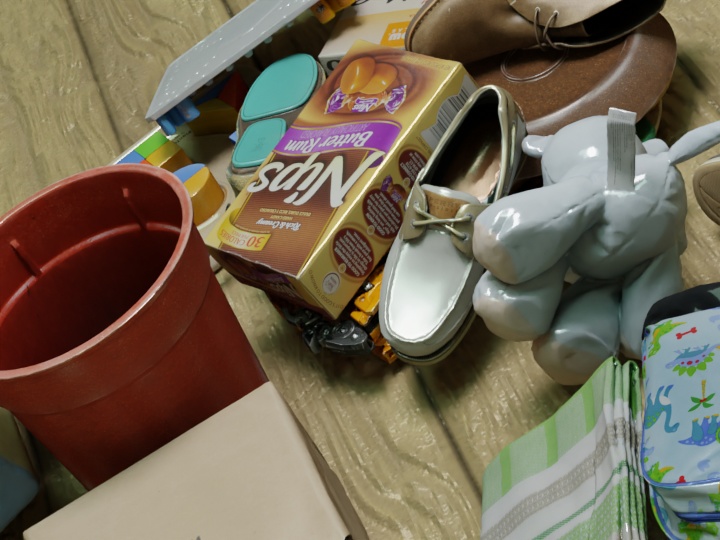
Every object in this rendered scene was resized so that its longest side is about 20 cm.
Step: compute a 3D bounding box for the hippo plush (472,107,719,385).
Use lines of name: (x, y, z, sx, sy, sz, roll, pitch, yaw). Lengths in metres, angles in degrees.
hippo plush: (0.140, -0.041, 1.408, 0.159, 0.200, 0.161, 2, 25, -10)

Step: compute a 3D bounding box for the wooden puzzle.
wooden puzzle: (-0.120, -0.094, 1.758, 0.185, 0.046, 0.200, -39, 37, -11)

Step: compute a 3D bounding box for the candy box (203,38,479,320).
candy box: (-0.009, -0.069, 1.531, 0.117, 0.056, 0.200, 19, 69, 47)

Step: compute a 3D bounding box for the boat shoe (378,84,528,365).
boat shoe: (0.059, -0.035, 1.453, 0.075, 0.068, 0.200, 13, 69, 16)

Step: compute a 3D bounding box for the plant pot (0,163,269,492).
plant pot: (-0.160, 0.064, 1.477, 0.201, 0.195, 0.201, -19, 38, 16)

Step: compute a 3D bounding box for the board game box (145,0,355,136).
board game box: (-0.086, -0.199, 1.795, 0.200, 0.026, 0.200, -35, 14, 12)

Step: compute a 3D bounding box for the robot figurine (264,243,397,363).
robot figurine: (0.000, 0.000, 1.555, 0.145, 0.058, 0.200, -40, 37, -11)

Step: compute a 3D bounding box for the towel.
towel: (0.112, 0.158, 1.265, 0.149, 0.031, 0.200, -44, 26, 34)

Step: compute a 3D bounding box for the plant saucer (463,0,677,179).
plant saucer: (0.133, -0.147, 1.573, 0.200, 0.034, 0.200, -20, 38, 16)

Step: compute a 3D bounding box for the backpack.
backpack: (0.232, 0.096, 1.232, 0.163, 0.154, 0.200, -6, 59, 22)

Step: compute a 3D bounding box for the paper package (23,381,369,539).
paper package: (-0.096, 0.198, 1.354, 0.200, 0.103, 0.191, -31, 37, 1)

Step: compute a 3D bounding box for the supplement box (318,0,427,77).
supplement box: (0.065, -0.222, 1.753, 0.126, 0.074, 0.200, -4, 45, 33)

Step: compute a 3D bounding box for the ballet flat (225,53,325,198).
ballet flat: (-0.063, -0.099, 1.657, 0.071, 0.071, 0.200, -17, 27, 18)

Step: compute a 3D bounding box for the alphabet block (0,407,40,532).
alphabet block: (-0.378, 0.122, 1.527, 0.195, 0.196, 0.200, -45, 36, 9)

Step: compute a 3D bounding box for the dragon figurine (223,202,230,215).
dragon figurine: (-0.164, 0.036, 1.625, 0.200, 0.059, 0.099, -30, 38, 9)

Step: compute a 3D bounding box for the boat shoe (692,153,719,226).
boat shoe: (0.316, -0.057, 1.397, 0.200, 0.072, 0.065, 1, 35, 40)

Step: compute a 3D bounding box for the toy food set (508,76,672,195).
toy food set: (0.133, -0.102, 1.588, 0.200, 0.049, 0.198, -3, 45, 31)

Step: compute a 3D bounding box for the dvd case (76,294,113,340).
dvd case: (-0.231, 0.018, 1.647, 0.149, 0.016, 0.200, -52, 20, 3)

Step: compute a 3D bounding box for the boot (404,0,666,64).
boot: (0.128, -0.188, 1.544, 0.200, 0.074, 0.075, -23, 47, 8)
